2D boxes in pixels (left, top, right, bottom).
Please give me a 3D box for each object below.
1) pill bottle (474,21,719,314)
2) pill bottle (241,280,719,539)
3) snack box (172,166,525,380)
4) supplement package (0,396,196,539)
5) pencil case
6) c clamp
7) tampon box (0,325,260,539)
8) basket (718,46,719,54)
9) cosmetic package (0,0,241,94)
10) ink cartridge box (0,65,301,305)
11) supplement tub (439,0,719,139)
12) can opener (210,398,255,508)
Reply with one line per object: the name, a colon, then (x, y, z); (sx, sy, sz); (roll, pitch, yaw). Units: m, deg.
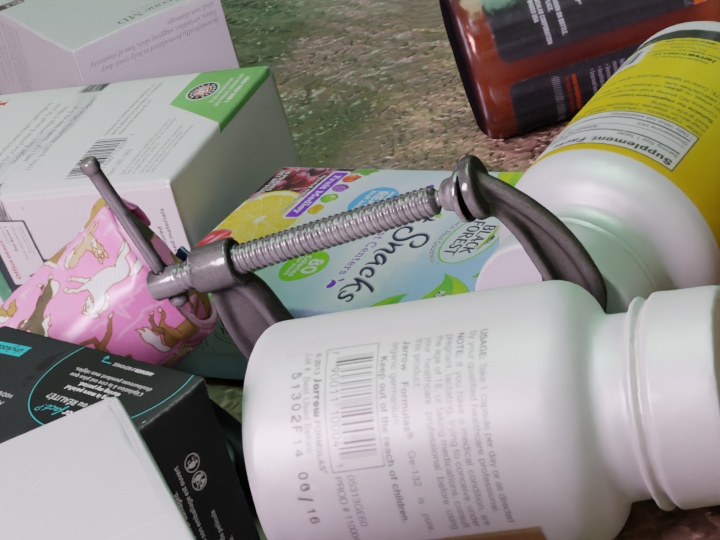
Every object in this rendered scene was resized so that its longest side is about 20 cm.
pill bottle: (0.136, -0.027, 1.169); (0.112, 0.113, 0.200); (2, 33, 34)
pill bottle: (0.061, 0.065, 1.034); (0.199, 0.115, 0.114); (-9, 27, 18)
snack box: (0.007, 0.002, 1.260); (0.199, 0.053, 0.142); (3, 34, 36)
supplement package: (-0.120, 0.187, 0.810); (0.191, 0.201, 0.147); (-23, 27, -9)
pencil case: (-0.162, 0.054, 1.160); (0.200, 0.083, 0.087); (-41, 9, 9)
c clamp: (0.000, 0.000, 1.072); (0.199, 0.171, 0.027); (-12, 39, 20)
tampon box: (-0.160, 0.136, 1.019); (0.150, 0.127, 0.200); (12, 39, 46)
basket: (0.248, -0.022, 1.047); (0.142, 0.149, 0.200); (-15, 25, 6)
cosmetic package: (-0.172, -0.151, 1.641); (0.113, 0.081, 0.200); (-27, 26, -22)
ink cartridge box: (-0.154, -0.043, 1.413); (0.199, 0.085, 0.146); (-4, 29, 27)
supplement tub: (0.151, -0.151, 1.412); (0.199, 0.107, 0.107); (-17, 26, 1)
can opener: (-0.096, 0.071, 1.202); (0.063, 0.079, 0.200); (13, 8, -39)
